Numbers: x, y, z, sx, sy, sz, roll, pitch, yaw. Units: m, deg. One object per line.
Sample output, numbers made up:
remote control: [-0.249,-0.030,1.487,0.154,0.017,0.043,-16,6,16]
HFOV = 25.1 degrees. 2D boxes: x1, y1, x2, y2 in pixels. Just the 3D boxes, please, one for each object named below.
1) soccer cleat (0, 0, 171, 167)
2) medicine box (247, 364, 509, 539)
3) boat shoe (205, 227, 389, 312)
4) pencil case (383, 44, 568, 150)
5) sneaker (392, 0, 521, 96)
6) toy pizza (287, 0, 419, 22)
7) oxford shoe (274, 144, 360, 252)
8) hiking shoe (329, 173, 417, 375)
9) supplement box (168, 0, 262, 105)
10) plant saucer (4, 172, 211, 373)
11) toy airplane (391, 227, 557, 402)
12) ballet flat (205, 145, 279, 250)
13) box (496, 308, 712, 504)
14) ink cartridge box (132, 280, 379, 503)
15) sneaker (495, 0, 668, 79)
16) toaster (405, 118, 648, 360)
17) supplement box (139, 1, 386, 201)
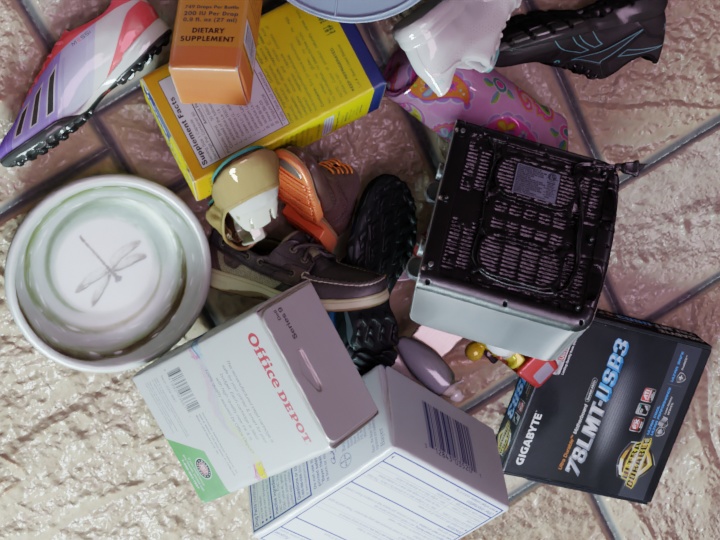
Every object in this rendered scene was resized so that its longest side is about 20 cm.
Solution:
soccer cleat: [-0.265,-0.176,1.480,0.200,0.068,0.073,-42,94,5]
medicine box: [0.015,0.214,1.642,0.199,0.104,0.181,-35,134,28]
boat shoe: [-0.066,-0.005,1.555,0.072,0.199,0.067,-24,118,-58]
pencil case: [0.117,-0.160,1.599,0.199,0.087,0.088,29,100,-27]
sneaker: [0.113,-0.235,1.532,0.200,0.075,0.089,-40,108,-32]
toy pizza: [-0.009,-0.310,1.363,0.198,0.032,0.203,4,114,10]
oxford shoe: [-0.043,-0.084,1.538,0.071,0.200,0.073,37,80,14]
hiking shoe: [0.000,0.000,1.619,0.074,0.086,0.203,5,100,-33]
supplement box: [-0.121,-0.248,1.421,0.066,0.202,0.069,2,155,7]
plant saucer: [-0.244,-0.003,1.555,0.198,0.050,0.203,-7,113,-17]
toy airplane: [0.123,0.035,1.642,0.197,0.141,0.202,-2,112,-17]
ballet flat: [-0.099,-0.061,1.462,0.068,0.200,0.064,-27,85,-11]
box: [0.265,0.146,1.788,0.196,0.050,0.202,14,105,-24]
ink cartridge box: [-0.100,0.117,1.531,0.087,0.199,0.146,-32,93,-47]
sneaker: [0.219,-0.223,1.610,0.198,0.075,0.080,-15,117,-12]
toaster: [0.152,-0.027,1.545,0.198,0.119,0.183,15,69,-2]
supplement box: [-0.089,-0.163,1.491,0.198,0.110,0.110,-27,86,-6]
